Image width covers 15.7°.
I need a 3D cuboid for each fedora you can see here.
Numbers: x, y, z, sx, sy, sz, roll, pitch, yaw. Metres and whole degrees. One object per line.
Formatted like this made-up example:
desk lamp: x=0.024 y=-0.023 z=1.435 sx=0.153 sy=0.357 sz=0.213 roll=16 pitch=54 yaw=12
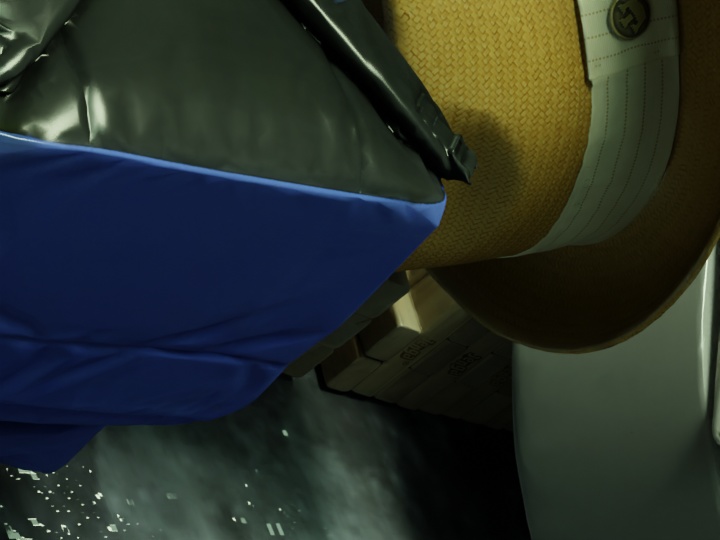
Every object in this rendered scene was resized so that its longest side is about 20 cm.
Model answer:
fedora: x=0.015 y=-0.066 z=0.682 sx=0.082 sy=0.201 sz=0.201 roll=-20 pitch=71 yaw=-32

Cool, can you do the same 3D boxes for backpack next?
backpack: x=-0.105 y=-0.063 z=0.618 sx=0.162 sy=0.168 sz=0.201 roll=12 pitch=47 yaw=-49

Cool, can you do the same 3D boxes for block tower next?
block tower: x=0.000 y=0.000 z=0.794 sx=0.199 sy=0.054 sz=0.058 roll=19 pitch=43 yaw=-41

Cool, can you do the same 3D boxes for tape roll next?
tape roll: x=0.125 y=0.046 z=0.815 sx=0.200 sy=0.066 sz=0.201 roll=16 pitch=70 yaw=-54

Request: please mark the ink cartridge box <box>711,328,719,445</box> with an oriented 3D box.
ink cartridge box: x=0.190 y=0.009 z=0.785 sx=0.200 sy=0.084 sz=0.147 roll=29 pitch=61 yaw=-49
